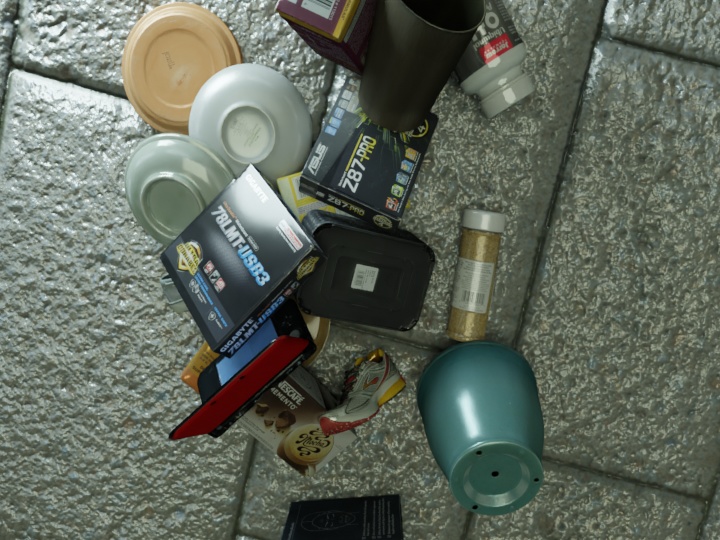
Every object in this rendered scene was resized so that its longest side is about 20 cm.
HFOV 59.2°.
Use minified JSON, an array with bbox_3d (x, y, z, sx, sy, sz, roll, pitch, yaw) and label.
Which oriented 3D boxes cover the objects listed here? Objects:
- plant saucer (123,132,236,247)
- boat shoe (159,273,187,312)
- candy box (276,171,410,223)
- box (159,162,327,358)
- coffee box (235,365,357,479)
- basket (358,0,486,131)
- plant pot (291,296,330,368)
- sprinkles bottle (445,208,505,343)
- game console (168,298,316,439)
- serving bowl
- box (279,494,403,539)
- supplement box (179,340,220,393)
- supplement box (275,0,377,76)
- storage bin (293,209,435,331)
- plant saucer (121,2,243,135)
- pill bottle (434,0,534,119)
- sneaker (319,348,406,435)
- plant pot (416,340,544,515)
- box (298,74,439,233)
[{"bbox_3d":[-0.281,-0.105,0.976,0.193,0.051,0.205,6,122,9],"label":"plant saucer"},{"bbox_3d":[-0.225,-0.007,0.983,0.197,0.070,0.073,-28,110,9],"label":"boat shoe"},{"bbox_3d":[-0.025,-0.120,0.992,0.195,0.026,0.105,-18,101,-10],"label":"candy box"},{"bbox_3d":[-0.171,-0.019,0.898,0.198,0.050,0.201,-44,57,6],"label":"box"},{"bbox_3d":[-0.109,0.219,0.994,0.112,0.080,0.201,-38,122,5],"label":"coffee box"},{"bbox_3d":[0.072,-0.305,0.877,0.132,0.202,0.185,-3,58,-18],"label":"basket"},{"bbox_3d":[-0.145,0.075,1.043,0.193,0.028,0.207,0,97,3],"label":"plant pot"},{"bbox_3d":[0.181,0.008,1.002,0.066,0.068,0.207,8,97,1],"label":"sprinkles bottle"},{"bbox_3d":[-0.171,0.125,0.872,0.199,0.174,0.119,-40,133,6],"label":"game console"},{"bbox_3d":[-0.170,-0.211,0.972,0.193,0.066,0.207,-1,105,-4],"label":"serving bowl"},{"bbox_3d":[-0.025,0.452,1.024,0.193,0.149,0.111,-4,97,3],"label":"box"},{"bbox_3d":[-0.199,0.103,1.003,0.066,0.069,0.202,37,95,-5],"label":"supplement box"},{"bbox_3d":[-0.024,-0.375,0.890,0.101,0.200,0.134,26,96,10],"label":"supplement box"},{"bbox_3d":[0.000,0.000,0.962,0.194,0.094,0.139,11,103,-19],"label":"storage bin"},{"bbox_3d":[-0.282,-0.315,0.998,0.193,0.032,0.207,0,96,2],"label":"plant saucer"},{"bbox_3d":[0.177,-0.335,0.938,0.109,0.111,0.204,-29,95,5],"label":"pill bottle"},{"bbox_3d":[-0.007,0.187,0.981,0.077,0.199,0.084,-30,90,33],"label":"sneaker"},{"bbox_3d":[0.186,0.244,0.943,0.193,0.189,0.206,0,118,1],"label":"plant pot"},{"bbox_3d":[0.016,-0.176,0.949,0.157,0.049,0.204,23,65,1],"label":"box"}]
